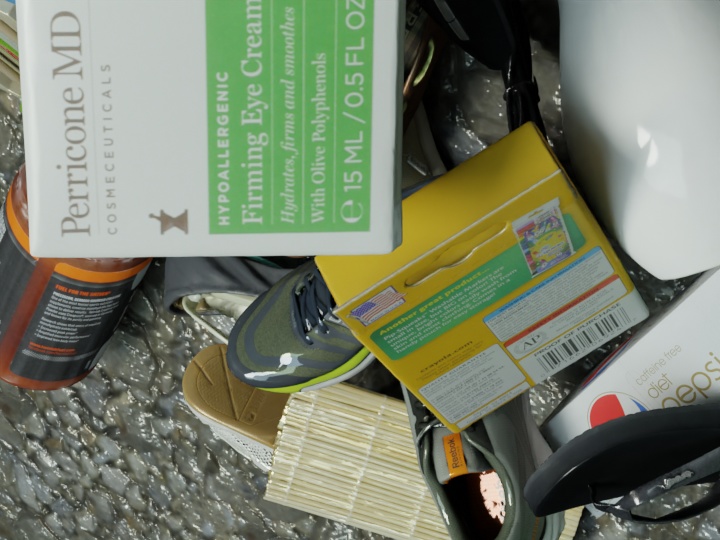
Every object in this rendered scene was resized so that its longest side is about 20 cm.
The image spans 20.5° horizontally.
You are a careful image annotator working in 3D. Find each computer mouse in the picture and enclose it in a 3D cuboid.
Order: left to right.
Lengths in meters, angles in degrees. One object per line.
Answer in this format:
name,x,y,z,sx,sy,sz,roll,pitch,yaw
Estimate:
computer mouse,0.053,-0.117,0.991,0.046,0.141,0.200,-14,154,11

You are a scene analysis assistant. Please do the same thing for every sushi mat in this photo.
sushi mat,0.041,0.131,1.245,0.199,0.012,0.096,17,116,5

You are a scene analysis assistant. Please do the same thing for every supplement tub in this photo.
supplement tub,-0.194,-0.014,1.329,0.107,0.107,0.200,42,135,8

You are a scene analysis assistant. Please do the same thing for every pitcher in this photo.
pitcher,0.170,-0.108,0.977,0.171,0.121,0.201,-18,94,42

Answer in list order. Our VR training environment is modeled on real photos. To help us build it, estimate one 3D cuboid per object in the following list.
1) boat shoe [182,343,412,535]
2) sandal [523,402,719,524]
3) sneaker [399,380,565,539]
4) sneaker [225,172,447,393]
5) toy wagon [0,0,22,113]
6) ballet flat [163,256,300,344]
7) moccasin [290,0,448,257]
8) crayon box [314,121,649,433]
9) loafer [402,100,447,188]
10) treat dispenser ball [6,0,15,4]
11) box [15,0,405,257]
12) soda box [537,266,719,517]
boat shoe,-0.025,0.116,1.318,0.199,0.071,0.069,31,159,9
sandal,0.186,0.102,1.055,0.076,0.199,0.043,89,169,-60
sneaker,0.058,0.072,1.115,0.074,0.079,0.201,-21,86,26
sneaker,0.000,0.000,1.078,0.200,0.081,0.074,-34,64,21
toy wagon,-0.239,-0.150,1.226,0.155,0.040,0.200,40,162,-35
ballet flat,-0.048,0.026,1.263,0.199,0.073,0.073,15,126,33
moccasin,-0.001,-0.096,1.089,0.074,0.078,0.202,40,107,12
crayon box,0.061,0.003,0.991,0.125,0.200,0.052,-32,63,6
loafer,0.003,-0.064,1.166,0.076,0.068,0.200,-23,102,45
treat dispenser ball,-0.153,-0.239,1.081,0.200,0.201,0.202,20,128,27
box,-0.069,-0.134,0.918,0.170,0.200,0.200,-1,116,-4
soda box,0.178,0.055,1.106,0.064,0.068,0.200,45,136,4
